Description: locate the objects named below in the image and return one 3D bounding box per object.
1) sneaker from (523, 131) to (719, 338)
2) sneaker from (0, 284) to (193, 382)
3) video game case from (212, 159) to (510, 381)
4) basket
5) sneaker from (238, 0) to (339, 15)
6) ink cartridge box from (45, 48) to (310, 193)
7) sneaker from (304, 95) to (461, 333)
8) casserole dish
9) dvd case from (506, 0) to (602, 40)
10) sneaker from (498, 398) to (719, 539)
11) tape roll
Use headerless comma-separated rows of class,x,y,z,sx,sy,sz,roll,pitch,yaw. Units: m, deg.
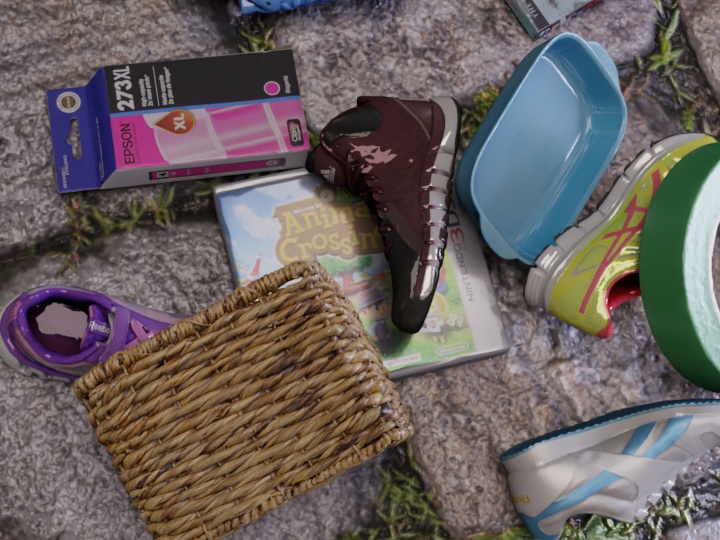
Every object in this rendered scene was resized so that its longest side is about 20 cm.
sneaker,0.226,-0.023,1.224,0.200,0.078,0.090,-46,60,-6
sneaker,-0.175,0.055,1.152,0.200,0.088,0.081,12,72,-5
video game case,0.000,0.000,1.225,0.200,0.022,0.182,-13,77,-11
basket,-0.078,0.098,1.119,0.200,0.143,0.149,-30,84,3
sneaker,-0.053,-0.236,1.265,0.200,0.066,0.079,11,85,-5
ink cartridge box,-0.144,-0.119,1.226,0.200,0.037,0.095,-8,68,-8
sneaker,0.010,-0.049,1.199,0.115,0.076,0.200,9,63,-1
casserole dish,0.140,-0.098,1.237,0.121,0.039,0.200,47,66,-34
dvd case,0.190,-0.303,1.335,0.200,0.022,0.146,-31,81,-14
sneaker,0.211,0.148,1.194,0.200,0.077,0.081,-16,86,-6
tape roll,0.304,-0.003,1.207,0.200,0.048,0.201,1,89,-34
